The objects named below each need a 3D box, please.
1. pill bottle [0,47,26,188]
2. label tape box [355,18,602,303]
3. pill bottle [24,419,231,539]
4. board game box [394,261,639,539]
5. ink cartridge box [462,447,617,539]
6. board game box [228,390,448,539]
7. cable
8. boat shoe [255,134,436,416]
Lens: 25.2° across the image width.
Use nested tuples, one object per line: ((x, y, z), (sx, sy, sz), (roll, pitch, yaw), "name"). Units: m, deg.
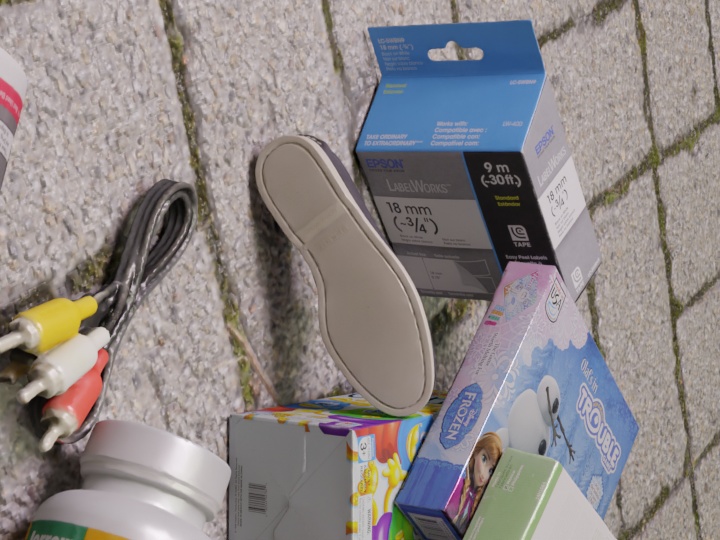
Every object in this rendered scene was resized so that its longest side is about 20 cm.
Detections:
((-0.230, -0.013, 0.742), (0.111, 0.110, 0.201), (30, 67, -52), "pill bottle")
((0.076, -0.074, 1.154), (0.063, 0.144, 0.201), (-49, 130, -39), "label tape box")
((-0.140, 0.190, 0.882), (0.113, 0.112, 0.201), (43, 58, -47), "pill bottle")
((0.118, 0.133, 1.128), (0.200, 0.043, 0.199), (56, 50, -42), "board game box")
((0.125, 0.230, 1.077), (0.200, 0.048, 0.146), (51, 58, -45), "ink cartridge box")
((0.012, 0.143, 1.106), (0.200, 0.103, 0.105), (-4, 96, -55), "board game box")
((-0.138, 0.028, 0.929), (0.200, 0.050, 0.097), (-46, 131, -43), "cable")
((0.000, 0.000, 1.068), (0.201, 0.073, 0.063), (62, 19, 6), "boat shoe")
